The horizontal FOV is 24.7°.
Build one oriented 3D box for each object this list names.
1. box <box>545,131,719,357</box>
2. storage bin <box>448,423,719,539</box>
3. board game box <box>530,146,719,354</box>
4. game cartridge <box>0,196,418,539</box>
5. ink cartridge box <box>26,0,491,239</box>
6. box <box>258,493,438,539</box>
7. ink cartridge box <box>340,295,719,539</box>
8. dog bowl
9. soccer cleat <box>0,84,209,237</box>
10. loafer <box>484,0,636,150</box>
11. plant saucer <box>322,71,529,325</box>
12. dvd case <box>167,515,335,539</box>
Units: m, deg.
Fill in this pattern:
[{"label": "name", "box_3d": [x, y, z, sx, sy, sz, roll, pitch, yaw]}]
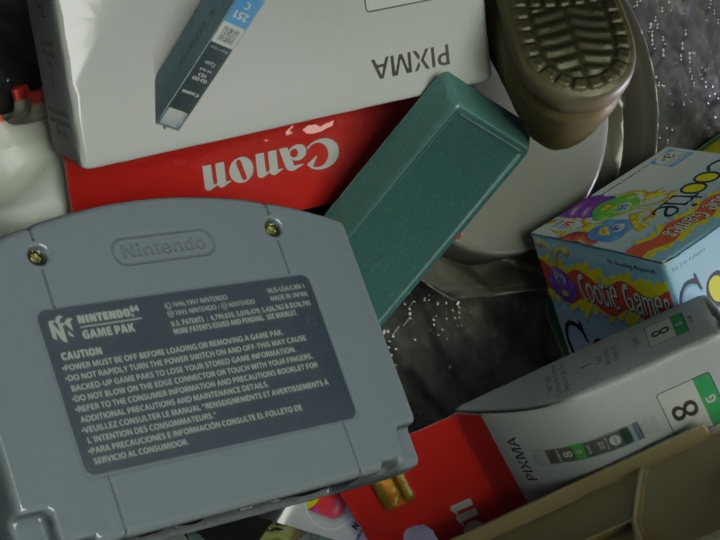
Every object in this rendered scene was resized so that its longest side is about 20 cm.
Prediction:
[{"label": "box", "box_3d": [0.184, 0.012, 0.936, 0.199, 0.048, 0.118, -35, 109, -29]}, {"label": "storage bin", "box_3d": [0.137, 0.196, 0.733, 0.201, 0.198, 0.094, 56, 21, -18]}, {"label": "board game box", "box_3d": [0.182, 0.052, 0.843, 0.104, 0.103, 0.201, -30, 114, -24]}, {"label": "game cartridge", "box_3d": [-0.073, 0.037, 0.662, 0.199, 0.041, 0.134, -8, 67, -42]}, {"label": "ink cartridge box", "box_3d": [-0.036, -0.072, 0.723, 0.199, 0.045, 0.178, -15, 110, -24]}, {"label": "box", "box_3d": [0.006, 0.198, 0.833, 0.200, 0.041, 0.157, 41, 71, -26]}, {"label": "ink cartridge box", "box_3d": [0.107, 0.124, 0.773, 0.199, 0.050, 0.162, -26, 111, 8]}, {"label": "dog bowl", "box_3d": [0.061, -0.080, 0.851, 0.199, 0.059, 0.202, 0, 90, -32]}, {"label": "soccer cleat", "box_3d": [-0.094, -0.065, 0.756, 0.199, 0.069, 0.078, -25, 111, -23]}, {"label": "loafer", "box_3d": [0.080, -0.139, 0.777, 0.075, 0.068, 0.201, 4, 52, -8]}, {"label": "plant saucer", "box_3d": [0.000, 0.000, 0.769, 0.070, 0.019, 0.200, 25, 110, -45]}, {"label": "dvd case", "box_3d": [-0.069, 0.158, 0.679, 0.146, 0.199, 0.022, -52, 146, -44]}]
